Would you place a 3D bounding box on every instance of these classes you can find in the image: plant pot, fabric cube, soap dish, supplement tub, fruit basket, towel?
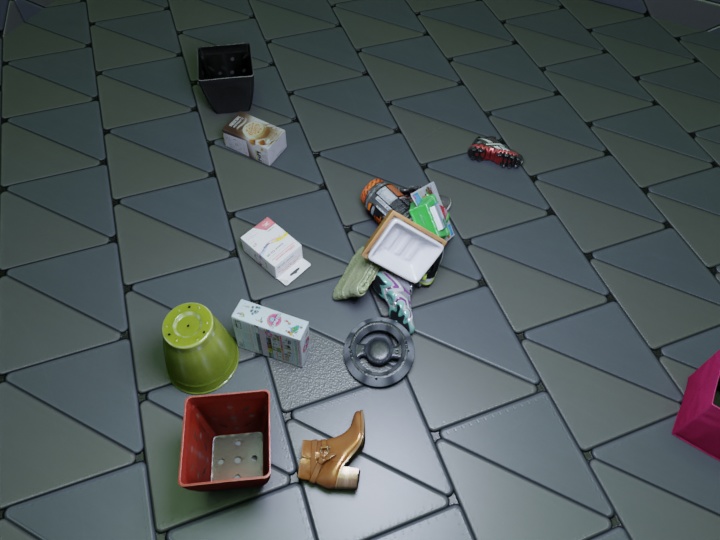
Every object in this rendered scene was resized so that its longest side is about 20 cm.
[{"bbox_3d":[-0.300,0.419,1.318,0.195,0.178,0.203,-4,54,-5],"label":"plant pot"},{"bbox_3d":[0.939,0.344,1.401,0.194,0.201,0.201,27,58,17],"label":"fabric cube"},{"bbox_3d":[0.120,-0.070,1.576,0.198,0.158,0.082,26,23,-25],"label":"soap dish"},{"bbox_3d":[0.098,-0.194,1.790,0.122,0.123,0.200,-32,62,-22],"label":"supplement tub"},{"bbox_3d":[-0.428,0.188,1.463,0.196,0.194,0.203,1,54,-2],"label":"plant pot"},{"bbox_3d":[-0.491,-0.703,2.089,0.195,0.179,0.203,-7,56,-8],"label":"plant pot"},{"bbox_3d":[0.229,-0.168,1.704,0.199,0.093,0.188,-32,101,-52],"label":"fruit basket"},{"bbox_3d":[0.000,0.000,1.654,0.036,0.147,0.202,43,58,-24],"label":"towel"}]

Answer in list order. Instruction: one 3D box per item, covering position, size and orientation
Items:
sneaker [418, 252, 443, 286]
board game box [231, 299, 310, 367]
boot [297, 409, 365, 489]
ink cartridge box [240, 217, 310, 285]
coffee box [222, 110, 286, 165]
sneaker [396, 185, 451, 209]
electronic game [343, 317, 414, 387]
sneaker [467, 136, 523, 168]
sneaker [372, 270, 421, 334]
[{"bbox_3d":[0.217,-0.043,1.713,0.070,0.083,0.203,11,55,5],"label":"sneaker"},{"bbox_3d":[-0.238,0.171,1.510,0.196,0.149,0.065,18,53,10],"label":"board game box"},{"bbox_3d":[-0.068,0.430,1.384,0.151,0.074,0.203,6,52,7],"label":"boot"},{"bbox_3d":[-0.257,-0.059,1.717,0.199,0.068,0.116,38,62,22],"label":"ink cartridge box"},{"bbox_3d":[-0.375,-0.469,1.989,0.197,0.080,0.115,25,57,15],"label":"coffee box"},{"bbox_3d":[0.204,-0.237,1.848,0.196,0.083,0.078,3,55,0],"label":"sneaker"},{"bbox_3d":[0.051,0.223,1.547,0.196,0.042,0.203,-2,61,3],"label":"electronic game"},{"bbox_3d":[0.485,-0.427,1.996,0.197,0.071,0.099,16,58,11],"label":"sneaker"},{"bbox_3d":[0.135,0.076,1.635,0.138,0.078,0.203,-20,77,-38],"label":"sneaker"}]
